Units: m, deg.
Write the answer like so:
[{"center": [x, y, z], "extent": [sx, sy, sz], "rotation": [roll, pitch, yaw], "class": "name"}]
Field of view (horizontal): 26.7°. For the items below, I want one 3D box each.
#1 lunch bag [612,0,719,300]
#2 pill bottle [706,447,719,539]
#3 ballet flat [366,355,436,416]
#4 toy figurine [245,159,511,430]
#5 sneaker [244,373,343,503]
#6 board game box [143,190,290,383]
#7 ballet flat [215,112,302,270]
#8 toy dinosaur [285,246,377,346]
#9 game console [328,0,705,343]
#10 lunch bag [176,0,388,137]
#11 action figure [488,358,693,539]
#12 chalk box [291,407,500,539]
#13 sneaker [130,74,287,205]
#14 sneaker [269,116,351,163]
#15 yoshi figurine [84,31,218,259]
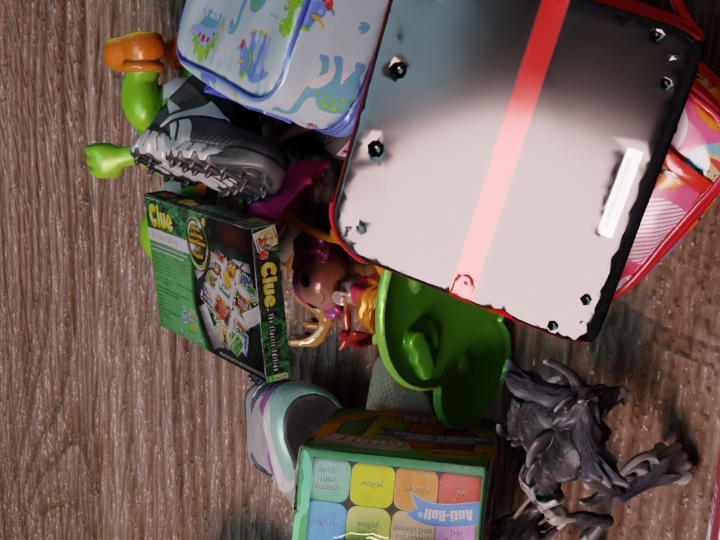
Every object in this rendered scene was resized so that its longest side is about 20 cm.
[{"center": [0.127, -0.099, 0.891], "extent": [0.200, 0.082, 0.176], "rotation": [41, 119, 4], "class": "lunch bag"}, {"center": [0.252, 0.150, 0.854], "extent": [0.114, 0.114, 0.201], "rotation": [22, 119, 40], "class": "pill bottle"}, {"center": [0.035, 0.163, 1.130], "extent": [0.067, 0.062, 0.201], "rotation": [-14, 93, 51], "class": "ballet flat"}, {"center": [0.000, 0.000, 1.049], "extent": [0.184, 0.150, 0.200], "rotation": [21, 142, 37], "class": "toy figurine"}, {"center": [-0.036, 0.165, 1.211], "extent": [0.140, 0.078, 0.201], "rotation": [21, 133, 63], "class": "sneaker"}, {"center": [-0.103, 0.006, 1.063], "extent": [0.200, 0.023, 0.105], "rotation": [20, 120, 60], "class": "board game box"}, {"center": [-0.075, -0.050, 1.134], "extent": [0.065, 0.070, 0.201], "rotation": [-2, 82, 28], "class": "ballet flat"}, {"center": [-0.027, 0.002, 1.141], "extent": [0.200, 0.060, 0.107], "rotation": [19, 116, 42], "class": "toy dinosaur"}, {"center": [0.081, -0.072, 0.861], "extent": [0.176, 0.031, 0.201], "rotation": [20, 116, 9], "class": "game console"}, {"center": [-0.042, -0.175, 0.963], "extent": [0.200, 0.082, 0.161], "rotation": [33, 104, 60], "class": "lunch bag"}, {"center": [0.141, 0.120, 0.977], "extent": [0.119, 0.102, 0.200], "rotation": [43, 147, 31], "class": "action figure"}, {"center": [0.022, 0.170, 1.005], "extent": [0.124, 0.200, 0.125], "rotation": [6, 94, 7], "class": "chalk box"}, {"center": [-0.097, -0.101, 1.055], "extent": [0.091, 0.066, 0.200], "rotation": [-63, 28, -6], "class": "sneaker"}, {"center": [0.007, -0.120, 1.054], "extent": [0.200, 0.080, 0.087], "rotation": [-5, 106, 53], "class": "sneaker"}, {"center": [-0.151, -0.083, 1.200], "extent": [0.112, 0.112, 0.201], "rotation": [-10, 87, 9], "class": "yoshi figurine"}]
